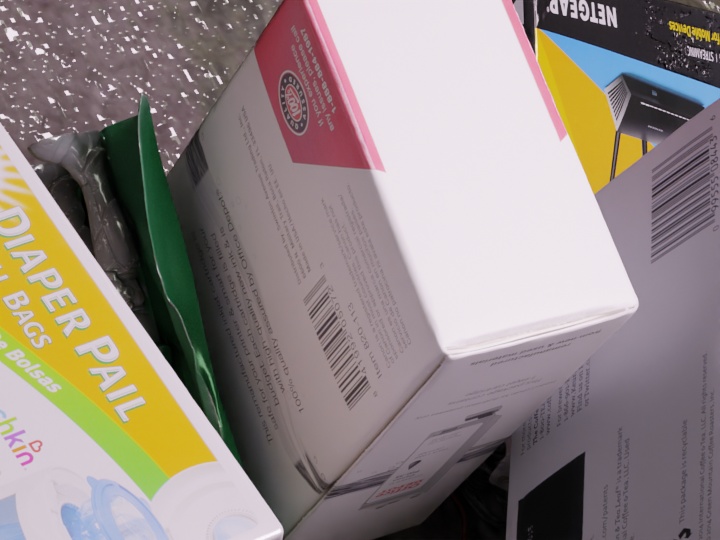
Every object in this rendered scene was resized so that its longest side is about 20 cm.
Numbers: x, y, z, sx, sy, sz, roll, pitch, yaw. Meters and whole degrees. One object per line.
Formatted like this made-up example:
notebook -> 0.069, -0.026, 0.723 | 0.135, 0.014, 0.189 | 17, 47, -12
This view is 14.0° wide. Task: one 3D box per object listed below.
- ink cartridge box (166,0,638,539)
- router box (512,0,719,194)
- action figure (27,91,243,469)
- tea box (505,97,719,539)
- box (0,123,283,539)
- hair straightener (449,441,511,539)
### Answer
ink cartridge box -> 0.000, 0.000, 1.056 | 0.082, 0.200, 0.147 | -12, 70, -28
router box -> 0.100, -0.040, 1.219 | 0.200, 0.051, 0.150 | 3, 85, -59
action figure -> -0.077, 0.050, 1.053 | 0.054, 0.118, 0.201 | -16, 81, -25
tea box -> 0.166, 0.081, 1.051 | 0.196, 0.134, 0.201 | 25, 49, -25
box -> -0.127, 0.054, 0.909 | 0.112, 0.102, 0.200 | -22, 60, -29
hair straightener -> 0.054, 0.074, 1.154 | 0.041, 0.077, 0.201 | -28, 82, -21
